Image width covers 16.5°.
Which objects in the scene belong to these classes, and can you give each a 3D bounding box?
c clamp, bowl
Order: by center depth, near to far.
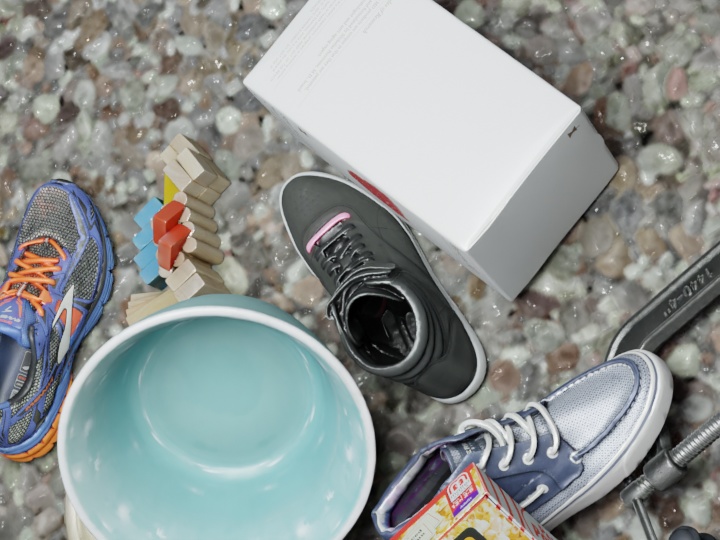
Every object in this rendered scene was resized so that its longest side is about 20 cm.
[{"bbox_3d":[0.224,0.070,1.537,0.200,0.027,0.171,-48,43,20],"label":"c clamp"},{"bbox_3d":[-0.091,0.096,1.610,0.201,0.105,0.201,0,113,1],"label":"bowl"}]

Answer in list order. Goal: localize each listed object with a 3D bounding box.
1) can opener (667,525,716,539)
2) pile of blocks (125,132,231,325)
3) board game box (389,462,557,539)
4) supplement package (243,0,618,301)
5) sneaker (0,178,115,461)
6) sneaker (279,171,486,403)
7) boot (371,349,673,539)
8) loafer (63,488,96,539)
[{"bbox_3d":[0.211,0.255,1.512,0.079,0.063,0.200,-9,76,21],"label":"can opener"},{"bbox_3d":[-0.134,0.001,1.704,0.082,0.062,0.200,-9,76,20],"label":"pile of blocks"},{"bbox_3d":[0.053,0.240,1.540,0.200,0.046,0.151,-43,111,9],"label":"board game box"},{"bbox_3d":[0.047,-0.095,1.613,0.200,0.121,0.120,38,88,25],"label":"supplement package"},{"bbox_3d":[-0.227,0.032,1.726,0.075,0.078,0.200,7,82,22],"label":"sneaker"},{"bbox_3d":[0.000,0.000,1.630,0.071,0.099,0.200,-43,66,11],"label":"sneaker"},{"bbox_3d":[0.102,0.116,1.551,0.200,0.090,0.073,-47,43,15],"label":"boot"},{"bbox_3d":[-0.149,0.206,1.666,0.068,0.076,0.200,-11,85,18],"label":"loafer"}]
